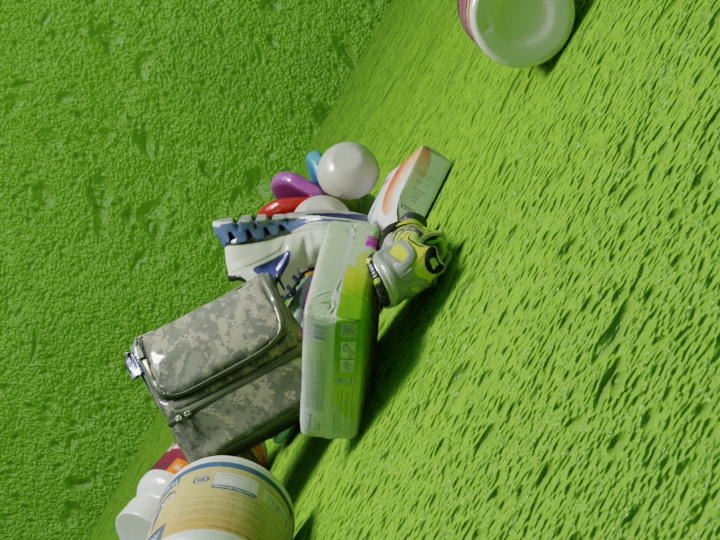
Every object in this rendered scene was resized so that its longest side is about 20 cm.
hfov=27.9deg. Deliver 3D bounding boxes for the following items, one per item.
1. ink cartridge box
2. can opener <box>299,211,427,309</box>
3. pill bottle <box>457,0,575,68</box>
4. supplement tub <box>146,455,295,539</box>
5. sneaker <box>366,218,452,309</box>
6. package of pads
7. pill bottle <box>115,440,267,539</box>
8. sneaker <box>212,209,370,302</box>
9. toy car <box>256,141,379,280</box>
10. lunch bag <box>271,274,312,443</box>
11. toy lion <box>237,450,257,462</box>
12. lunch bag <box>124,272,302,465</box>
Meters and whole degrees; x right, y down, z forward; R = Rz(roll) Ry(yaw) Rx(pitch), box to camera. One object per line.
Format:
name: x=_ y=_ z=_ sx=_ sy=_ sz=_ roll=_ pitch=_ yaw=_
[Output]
ink cartridge box: x=0.029 y=-0.045 z=1.803 sx=0.201 sy=0.050 sz=0.162 roll=-60 pitch=8 yaw=-17
can opener: x=0.000 y=0.000 z=1.689 sx=0.200 sy=0.066 sz=0.054 roll=-45 pitch=39 yaw=40
pill bottle: x=0.167 y=-0.294 z=1.607 sx=0.115 sy=0.114 sz=0.200 roll=-58 pitch=10 yaw=12
supplement tub: x=-0.143 y=0.289 z=1.416 sx=0.145 sy=0.144 sz=0.200 roll=-57 pitch=10 yaw=21
sneaker: x=0.062 y=-0.012 z=1.520 sx=0.076 sy=0.076 sz=0.200 roll=-20 pitch=13 yaw=13
package of pads: x=-0.020 y=0.063 z=1.519 sx=0.201 sy=0.067 sz=0.156 roll=-76 pitch=-9 yaw=-60
pill bottle: x=-0.210 y=0.270 z=1.810 sx=0.200 sy=0.109 sz=0.110 roll=-48 pitch=-1 yaw=-42
sneaker: x=-0.081 y=-0.013 z=1.802 sx=0.081 sy=0.197 sz=0.117 roll=-85 pitch=-8 yaw=-80
toy car: x=-0.059 y=-0.078 z=1.944 sx=0.176 sy=0.149 sz=0.201 roll=81 pitch=-149 yaw=-61
lunch bag: x=-0.082 y=0.111 z=1.826 sx=0.161 sy=0.077 sz=0.201 roll=-56 pitch=10 yaw=39
toy lion: x=-0.186 y=0.294 z=1.629 sx=0.192 sy=0.069 sz=0.200 roll=-45 pitch=-12 yaw=9
lunch bag: x=-0.146 y=0.114 z=1.641 sx=0.199 sy=0.169 sz=0.139 roll=-28 pitch=-9 yaw=-1
